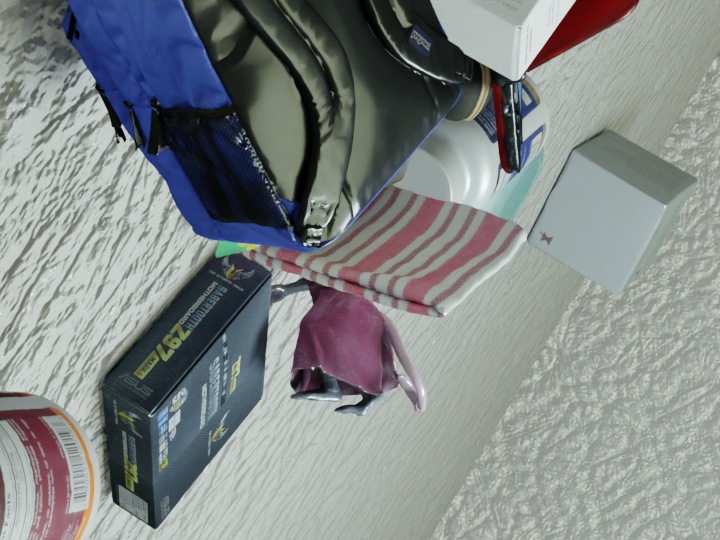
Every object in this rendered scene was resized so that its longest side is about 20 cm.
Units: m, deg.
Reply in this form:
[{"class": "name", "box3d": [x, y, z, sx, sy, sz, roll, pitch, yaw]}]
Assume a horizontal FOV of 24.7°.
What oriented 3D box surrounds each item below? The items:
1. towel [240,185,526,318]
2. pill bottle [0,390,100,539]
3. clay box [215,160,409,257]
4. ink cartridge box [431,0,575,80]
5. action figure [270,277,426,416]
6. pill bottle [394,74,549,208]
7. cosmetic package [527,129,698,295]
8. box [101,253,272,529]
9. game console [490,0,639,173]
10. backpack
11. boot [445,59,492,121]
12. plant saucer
[{"class": "towel", "box3d": [0.010, -0.028, 1.254, 0.146, 0.199, 0.030, -41, 142, -50]}, {"class": "pill bottle", "box3d": [-0.231, 0.124, 0.899, 0.114, 0.114, 0.200, -60, 166, 4]}, {"class": "clay box", "box3d": [-0.034, -0.091, 1.211, 0.200, 0.048, 0.115, -25, 147, -40]}, {"class": "ink cartridge box", "box3d": [0.108, -0.263, 1.199, 0.200, 0.145, 0.084, -55, 164, -17]}, {"class": "action figure", "box3d": [-0.013, 0.013, 1.360, 0.134, 0.148, 0.201, 103, -11, -75]}, {"class": "pill bottle", "box3d": [0.090, -0.113, 1.528, 0.200, 0.111, 0.111, -41, 158, -52]}, {"class": "cosmetic package", "box3d": [0.385, -0.092, 2.499, 0.200, 0.166, 0.168, -30, 149, -61]}, {"class": "box", "box3d": [-0.136, 0.096, 1.306, 0.158, 0.051, 0.200, -52, 164, -31]}, {"class": "game console", "box3d": [0.166, -0.205, 1.341, 0.173, 0.118, 0.201, 79, 12, -46]}, {"class": "backpack", "box3d": [-0.069, -0.130, 0.836, 0.163, 0.167, 0.200, -54, 134, -34]}, {"class": "boot", "box3d": [0.040, -0.163, 1.357, 0.138, 0.077, 0.200, -49, 150, -22]}, {"class": "plant saucer", "box3d": [0.180, -0.100, 2.026, 0.201, 0.039, 0.201, -53, 166, -20]}]
